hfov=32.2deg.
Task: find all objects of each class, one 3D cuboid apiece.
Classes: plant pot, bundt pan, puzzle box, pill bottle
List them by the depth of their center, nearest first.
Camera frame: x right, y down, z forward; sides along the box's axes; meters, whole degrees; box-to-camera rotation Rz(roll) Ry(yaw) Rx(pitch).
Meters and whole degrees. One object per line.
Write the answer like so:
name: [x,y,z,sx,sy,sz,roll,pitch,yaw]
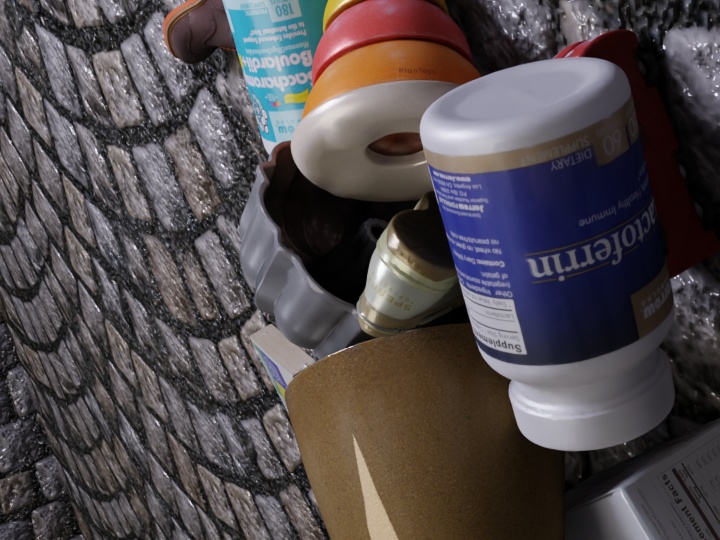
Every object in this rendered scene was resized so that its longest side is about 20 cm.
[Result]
pill bottle: [0.111,-0.007,0.698,0.116,0.115,0.201,20,132,57]
plant pot: [0.058,0.160,0.801,0.186,0.186,0.201,118,144,-61]
bundt pan: [0.000,0.000,0.889,0.202,0.201,0.076,52,127,24]
pill bottle: [-0.035,-0.156,0.967,0.111,0.111,0.201,23,134,55]
puzzle box: [-0.029,0.150,1.107,0.201,0.025,0.133,65,167,-20]

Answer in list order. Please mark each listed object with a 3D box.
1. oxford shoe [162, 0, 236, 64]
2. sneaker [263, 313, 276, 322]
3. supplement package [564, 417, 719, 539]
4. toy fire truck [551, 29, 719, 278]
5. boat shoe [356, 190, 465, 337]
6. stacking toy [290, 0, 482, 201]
oxford shoe: [-0.126,-0.221,1.136,0.073,0.071,0.200,58,155,-1]
sneaker: [-0.010,0.052,1.032,0.200,0.081,0.075,16,85,40]
supplement package: [0.208,0.207,0.840,0.156,0.111,0.200,59,156,10]
toy fire truck: [0.152,-0.040,0.783,0.141,0.049,0.201,-11,104,64]
boat shoe: [0.051,-0.003,0.809,0.073,0.201,0.063,35,108,9]
stacking toy: [0.022,-0.160,0.855,0.146,0.146,0.201,124,146,-62]
